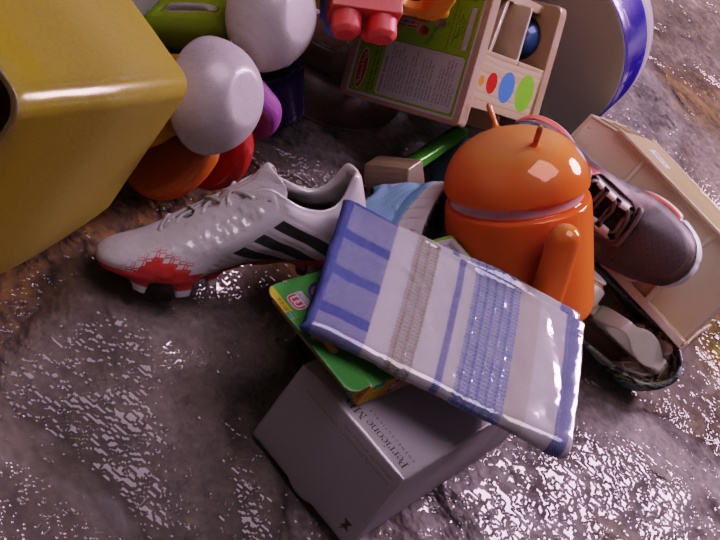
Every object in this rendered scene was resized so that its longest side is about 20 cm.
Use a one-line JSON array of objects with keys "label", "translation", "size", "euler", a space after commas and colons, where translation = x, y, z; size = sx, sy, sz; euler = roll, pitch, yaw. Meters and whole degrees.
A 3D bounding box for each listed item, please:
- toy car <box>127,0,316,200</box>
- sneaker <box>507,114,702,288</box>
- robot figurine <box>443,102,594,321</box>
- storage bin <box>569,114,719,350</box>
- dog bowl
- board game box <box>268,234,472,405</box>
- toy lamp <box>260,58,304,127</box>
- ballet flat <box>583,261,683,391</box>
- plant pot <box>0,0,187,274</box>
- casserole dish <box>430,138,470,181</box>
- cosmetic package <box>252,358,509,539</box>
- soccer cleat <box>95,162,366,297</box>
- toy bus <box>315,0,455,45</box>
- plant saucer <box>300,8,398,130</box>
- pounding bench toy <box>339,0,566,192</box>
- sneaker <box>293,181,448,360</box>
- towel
[{"label": "toy car", "translation": [-0.120, -0.140, 1.035], "size": [0.200, 0.175, 0.150], "euler": [-61, 141, -28]}, {"label": "sneaker", "translation": [0.187, -0.054, 1.129], "size": [0.200, 0.077, 0.082], "euler": [37, 12, 15]}, {"label": "robot figurine", "translation": [0.125, -0.025, 1.067], "size": [0.117, 0.200, 0.144], "euler": [3, 24, 20]}, {"label": "storage bin", "translation": [0.268, -0.041, 1.250], "size": [0.199, 0.094, 0.200], "euler": [48, 17, 12]}, {"label": "dog bowl", "translation": [0.174, -0.230, 1.328], "size": [0.200, 0.200, 0.079], "euler": [43, 40, 4]}, {"label": "board game box", "translation": [0.027, 0.031, 0.954], "size": [0.200, 0.030, 0.096], "euler": [-14, 56, -49]}, {"label": "toy lamp", "translation": [-0.087, -0.210, 1.120], "size": [0.058, 0.200, 0.058], "euler": [-10, 32, 6]}, {"label": "ballet flat", "translation": [0.200, 0.032, 1.165], "size": [0.200, 0.074, 0.074], "euler": [37, 37, -17]}, {"label": "plant pot", "translation": [-0.234, -0.116, 0.880], "size": [0.176, 0.200, 0.200], "euler": [-14, 62, -50]}, {"label": "casserole dish", "translation": [0.129, -0.048, 1.242], "size": [0.121, 0.039, 0.200], "euler": [18, 42, -26]}, {"label": "cosmetic package", "translation": [0.035, 0.098, 0.978], "size": [0.108, 0.085, 0.200], "euler": [47, 37, 15]}, {"label": "soccer cleat", "translation": [-0.088, -0.035, 0.975], "size": [0.200, 0.085, 0.069], "euler": [-4, 29, -19]}, {"label": "toy bus", "translation": [0.028, -0.255, 1.063], "size": [0.200, 0.136, 0.192], "euler": [2, 68, -13]}, {"label": "plant saucer", "translation": [-0.039, -0.213, 1.272], "size": [0.200, 0.032, 0.200], "euler": [23, 40, -21]}, {"label": "pounding bench toy", "translation": [0.078, -0.157, 1.218], "size": [0.124, 0.200, 0.156], "euler": [19, 8, 32]}, {"label": "sneaker", "translation": [0.000, 0.000, 1.072], "size": [0.090, 0.078, 0.200], "euler": [12, 42, 27]}, {"label": "towel", "translation": [0.062, 0.038, 0.934], "size": [0.200, 0.024, 0.147], "euler": [26, 38, -9]}]
